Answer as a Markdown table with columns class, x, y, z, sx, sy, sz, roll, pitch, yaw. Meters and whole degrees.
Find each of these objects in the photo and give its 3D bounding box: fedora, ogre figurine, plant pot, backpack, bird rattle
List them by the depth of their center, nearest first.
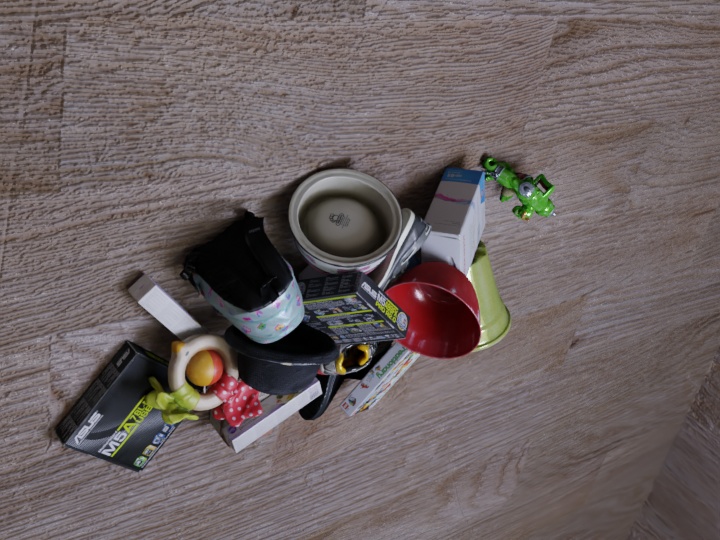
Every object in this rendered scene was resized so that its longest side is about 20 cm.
| class | x | y | z | sx | sy | sz | roll | pitch | yaw |
| --- | --- | --- | --- | --- | --- | --- | --- | --- | --- |
| backpack | -0.176 | 0.019 | 1.484 | 0.167 | 0.200 | 0.127 | -40 | 141 | -12 |
| bird rattle | -0.256 | 0.188 | 1.532 | 0.198 | 0.112 | 0.165 | -3 | 101 | -29 |
| fedora | -0.138 | 0.152 | 1.542 | 0.199 | 0.200 | 0.093 | -2 | 112 | -43 |
| ogre figurine | 0.336 | -0.168 | 1.894 | 0.098 | 0.120 | 0.201 | -42 | 140 | -9 |
| plant pot | 0.209 | 0.037 | 1.900 | 0.199 | 0.200 | 0.186 | -28 | 126 | -25 |

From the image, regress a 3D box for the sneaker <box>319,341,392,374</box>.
| class | x | y | z | sx | sy | sz | roll | pitch | yaw |
| --- | --- | --- | --- | --- | --- | --- | --- | --- | --- |
| sneaker | 0.003 | 0.156 | 1.775 | 0.199 | 0.082 | 0.079 | -28 | 113 | -38 |

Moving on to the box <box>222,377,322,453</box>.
| class | x | y | z | sx | sy | sz | roll | pitch | yaw |
| --- | --- | --- | --- | --- | --- | --- | --- | --- | --- |
| box | -0.161 | 0.258 | 1.680 | 0.199 | 0.039 | 0.042 | -33 | 139 | -21 |

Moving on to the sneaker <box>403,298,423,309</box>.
| class | x | y | z | sx | sy | sz | roll | pitch | yaw |
| --- | --- | --- | --- | --- | --- | --- | --- | --- | --- |
| sneaker | 0.099 | 0.072 | 1.806 | 0.197 | 0.082 | 0.079 | 0 | 119 | 3 |

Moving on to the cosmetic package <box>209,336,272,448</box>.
| class | x | y | z | sx | sy | sz | roll | pitch | yaw |
| --- | --- | --- | --- | --- | --- | --- | --- | --- | --- |
| cosmetic package | -0.213 | 0.218 | 1.698 | 0.102 | 0.087 | 0.202 | -15 | 130 | -34 |

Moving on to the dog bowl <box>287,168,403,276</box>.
| class | x | y | z | sx | sy | sz | roll | pitch | yaw |
| --- | --- | --- | --- | --- | --- | --- | --- | --- | --- |
| dog bowl | -0.029 | -0.074 | 1.568 | 0.199 | 0.201 | 0.074 | -30 | 158 | -23 |

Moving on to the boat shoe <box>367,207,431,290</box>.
| class | x | y | z | sx | sy | sz | roll | pitch | yaw |
| --- | --- | --- | --- | --- | --- | --- | --- | --- | --- |
| boat shoe | 0.056 | -0.009 | 1.627 | 0.067 | 0.072 | 0.201 | 29 | 95 | -35 |

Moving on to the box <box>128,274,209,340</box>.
| class | x | y | z | sx | sy | sz | roll | pitch | yaw |
| --- | --- | --- | --- | --- | --- | --- | --- | --- | --- |
| box | -0.309 | 0.077 | 1.518 | 0.041 | 0.039 | 0.200 | -45 | 141 | -6 |

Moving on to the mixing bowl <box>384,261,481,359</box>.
| class | x | y | z | sx | sy | sz | roll | pitch | yaw |
| --- | --- | --- | --- | --- | --- | --- | --- | --- | --- |
| mixing bowl | 0.140 | 0.058 | 1.697 | 0.202 | 0.198 | 0.109 | 81 | 25 | -43 |

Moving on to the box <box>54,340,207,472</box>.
| class | x | y | z | sx | sy | sz | roll | pitch | yaw |
| --- | --- | --- | --- | --- | --- | --- | --- | --- | --- |
| box | -0.392 | 0.240 | 1.576 | 0.201 | 0.047 | 0.193 | -50 | 143 | -1 |

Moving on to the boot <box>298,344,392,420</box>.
| class | x | y | z | sx | sy | sz | roll | pitch | yaw |
| --- | --- | --- | --- | --- | --- | --- | --- | --- | --- |
| boot | -0.027 | 0.223 | 1.891 | 0.167 | 0.076 | 0.202 | 11 | 106 | -44 |

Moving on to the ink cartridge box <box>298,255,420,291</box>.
| class | x | y | z | sx | sy | sz | roll | pitch | yaw |
| --- | --- | --- | --- | --- | --- | --- | --- | --- | --- |
| ink cartridge box | 0.000 | 0.000 | 1.719 | 0.200 | 0.085 | 0.145 | -43 | 139 | -6 |

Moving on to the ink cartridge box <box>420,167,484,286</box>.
| class | x | y | z | sx | sy | sz | roll | pitch | yaw |
| --- | --- | --- | --- | --- | --- | --- | --- | --- | --- |
| ink cartridge box | 0.181 | -0.081 | 1.768 | 0.201 | 0.084 | 0.146 | -66 | 157 | -43 |

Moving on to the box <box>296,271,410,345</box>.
| class | x | y | z | sx | sy | sz | roll | pitch | yaw |
| --- | --- | --- | --- | --- | --- | --- | --- | --- | --- |
| box | -0.036 | 0.071 | 1.591 | 0.160 | 0.198 | 0.045 | 44 | 50 | -39 |

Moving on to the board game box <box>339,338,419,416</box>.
| class | x | y | z | sx | sy | sz | roll | pitch | yaw |
| --- | --- | --- | --- | --- | --- | --- | --- | --- | --- |
| board game box | 0.053 | 0.206 | 1.835 | 0.200 | 0.035 | 0.126 | -49 | 164 | 16 |
